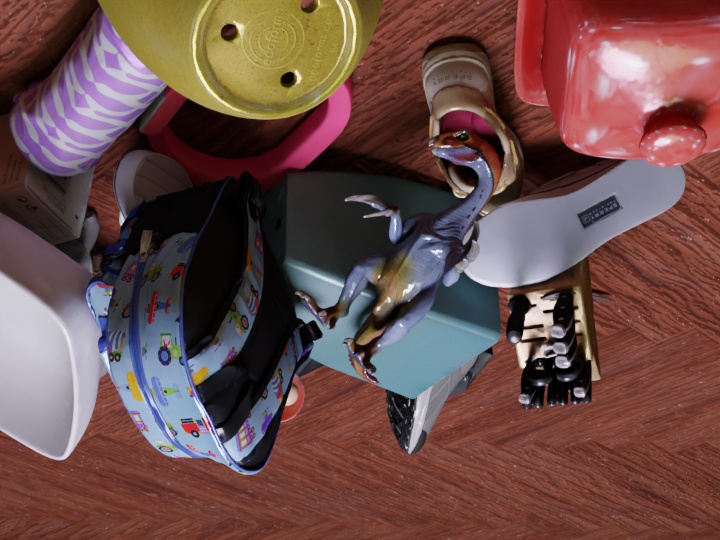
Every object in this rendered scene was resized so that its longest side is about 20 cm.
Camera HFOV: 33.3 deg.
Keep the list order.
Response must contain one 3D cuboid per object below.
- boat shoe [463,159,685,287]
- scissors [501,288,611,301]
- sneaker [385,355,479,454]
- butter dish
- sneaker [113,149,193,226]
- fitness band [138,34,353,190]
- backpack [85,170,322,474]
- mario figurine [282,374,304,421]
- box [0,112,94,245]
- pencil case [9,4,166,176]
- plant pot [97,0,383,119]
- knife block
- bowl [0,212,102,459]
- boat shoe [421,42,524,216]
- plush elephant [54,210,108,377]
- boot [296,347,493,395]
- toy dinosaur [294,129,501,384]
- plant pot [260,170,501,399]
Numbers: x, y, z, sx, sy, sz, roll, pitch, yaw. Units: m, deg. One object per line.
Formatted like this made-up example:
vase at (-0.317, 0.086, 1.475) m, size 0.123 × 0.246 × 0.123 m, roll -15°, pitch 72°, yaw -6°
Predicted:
boat shoe at (0.175, -0.043, 1.015) m, size 0.198 × 0.074 × 0.065 m, roll -20°, pitch -174°, yaw 3°
scissors at (0.154, 0.013, 1.198) m, size 0.198 × 0.014 × 0.073 m, roll 19°, pitch 142°, yaw -27°
sneaker at (0.078, 0.100, 1.202) m, size 0.078 × 0.074 × 0.202 m, roll 4°, pitch 119°, yaw -24°
butter dish at (0.208, -0.139, 0.831) m, size 0.196 × 0.149 × 0.201 m, roll 0°, pitch 148°, yaw 4°
sneaker at (-0.178, -0.046, 1.038) m, size 0.070 × 0.074 × 0.200 m, roll 11°, pitch 162°, yaw 16°
fitness band at (-0.093, -0.128, 0.971) m, size 0.142 × 0.038 × 0.200 m, roll 19°, pitch 144°, yaw -30°
backpack at (-0.123, 0.053, 0.889) m, size 0.133 × 0.201 × 0.184 m, roll -12°, pitch 121°, yaw 15°
mario figurine at (-0.099, 0.089, 1.148) m, size 0.123 × 0.106 × 0.201 m, roll -30°, pitch 143°, yaw -2°
box at (-0.333, -0.063, 1.028) m, size 0.198 × 0.096 × 0.078 m, roll -14°, pitch 143°, yaw 21°
pencil case at (-0.193, -0.149, 0.901) m, size 0.086 × 0.084 × 0.200 m, roll 49°, pitch 132°, yaw -4°
plant pot at (-0.064, -0.174, 0.733) m, size 0.197 × 0.143 × 0.202 m, roll -10°, pitch 130°, yaw -12°
knife block at (0.160, 0.024, 1.019) m, size 0.063 × 0.203 × 0.176 m, roll -7°, pitch 155°, yaw 14°
bowl at (-0.283, 0.036, 0.963) m, size 0.199 × 0.075 × 0.201 m, roll 31°, pitch 138°, yaw 13°
boat shoe at (0.091, -0.094, 0.979) m, size 0.073 × 0.070 × 0.201 m, roll -9°, pitch 146°, yaw 17°
plush elephant at (-0.275, 0.019, 1.105) m, size 0.163 × 0.200 × 0.157 m, roll 15°, pitch 123°, yaw 20°
boot at (0.019, 0.090, 1.283) m, size 0.198 × 0.066 × 0.165 m, roll 15°, pitch 147°, yaw -27°
toy dinosaur at (0.038, -0.019, 0.929) m, size 0.105 × 0.181 × 0.200 m, roll 44°, pitch 172°, yaw 9°
plant pot at (0.000, 0.000, 1.057) m, size 0.198 × 0.143 × 0.141 m, roll 19°, pitch 144°, yaw -27°
